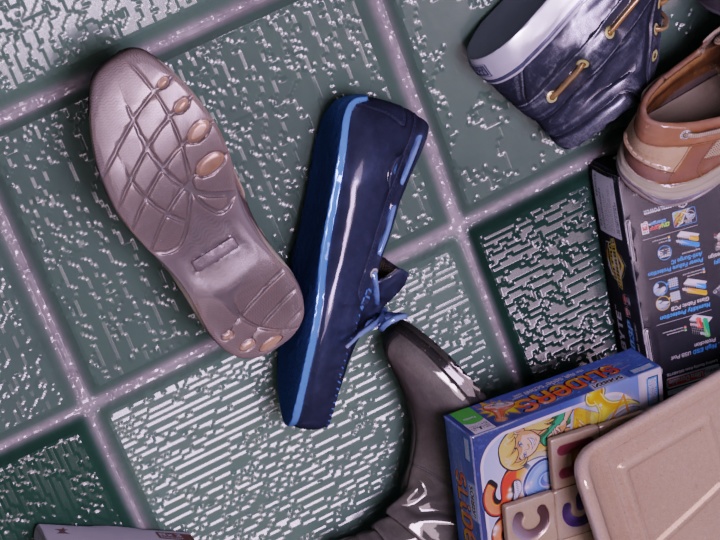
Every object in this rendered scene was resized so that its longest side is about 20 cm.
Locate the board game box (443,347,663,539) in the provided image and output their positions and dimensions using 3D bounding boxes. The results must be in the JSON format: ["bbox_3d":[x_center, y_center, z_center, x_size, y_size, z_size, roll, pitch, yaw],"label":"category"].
[{"bbox_3d":[0.125,0.161,1.545,0.135,0.034,0.200,-19,117,-22],"label":"board game box"}]

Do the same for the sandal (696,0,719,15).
[{"bbox_3d":[0.282,-0.192,1.537,0.200,0.075,0.045,-14,135,-26],"label":"sandal"}]

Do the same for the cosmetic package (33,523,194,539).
[{"bbox_3d":[-0.153,0.257,1.516,0.102,0.074,0.200,4,104,-20],"label":"cosmetic package"}]

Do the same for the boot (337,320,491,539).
[{"bbox_3d":[0.034,0.140,1.549,0.131,0.068,0.200,-34,114,-10],"label":"boot"}]

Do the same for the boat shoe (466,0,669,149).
[{"bbox_3d":[0.160,-0.168,1.517,0.200,0.071,0.091,-45,115,3],"label":"boat shoe"}]

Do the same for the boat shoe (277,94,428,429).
[{"bbox_3d":[0.000,0.000,1.495,0.069,0.084,0.200,9,103,-19],"label":"boat shoe"}]

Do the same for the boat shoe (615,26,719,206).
[{"bbox_3d":[0.237,-0.115,1.524,0.200,0.076,0.072,-38,150,-24],"label":"boat shoe"}]

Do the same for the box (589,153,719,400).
[{"bbox_3d":[0.253,-0.015,1.594,0.200,0.046,0.159,-16,108,-14],"label":"box"}]

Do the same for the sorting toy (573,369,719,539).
[{"bbox_3d":[0.224,0.141,1.539,0.200,0.036,0.185,-30,118,-19],"label":"sorting toy"}]

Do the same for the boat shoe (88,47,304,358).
[{"bbox_3d":[-0.103,-0.040,1.457,0.074,0.073,0.200,-28,115,-6],"label":"boat shoe"}]

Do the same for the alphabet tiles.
[{"bbox_3d":[0.178,0.159,1.542,0.200,0.006,0.167,-15,114,-21],"label":"alphabet tiles"}]
